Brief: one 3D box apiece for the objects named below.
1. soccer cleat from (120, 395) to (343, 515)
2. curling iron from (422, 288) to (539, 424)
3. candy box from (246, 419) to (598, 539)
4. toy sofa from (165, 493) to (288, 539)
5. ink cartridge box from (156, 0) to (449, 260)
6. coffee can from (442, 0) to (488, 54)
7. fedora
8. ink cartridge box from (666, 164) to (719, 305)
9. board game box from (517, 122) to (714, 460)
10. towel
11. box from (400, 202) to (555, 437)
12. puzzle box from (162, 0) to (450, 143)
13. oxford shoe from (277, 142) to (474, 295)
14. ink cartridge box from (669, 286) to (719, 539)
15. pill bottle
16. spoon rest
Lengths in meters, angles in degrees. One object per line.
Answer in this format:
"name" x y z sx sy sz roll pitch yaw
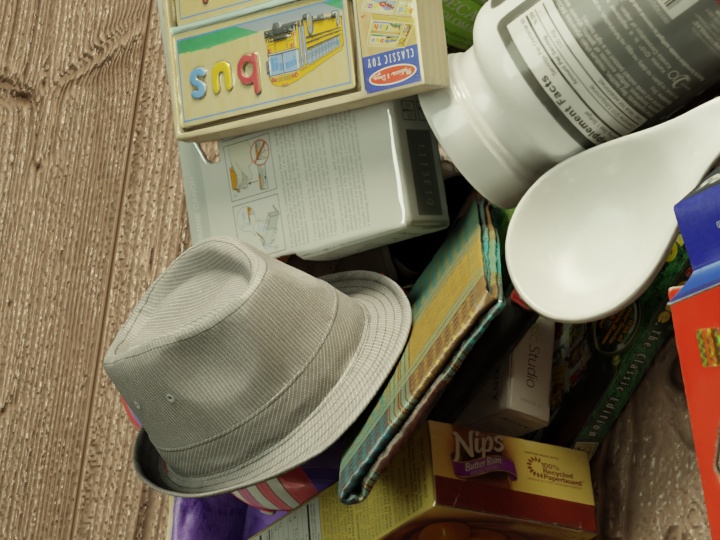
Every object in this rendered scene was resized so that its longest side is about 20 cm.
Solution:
"soccer cleat" -0.079 0.092 1.655 0.200 0.077 0.067 21 55 44
"curling iron" 0.102 0.019 1.527 0.200 0.026 0.050 -46 45 -1
"candy box" 0.030 0.156 1.557 0.200 0.116 0.057 -36 50 47
"toy sofa" -0.072 0.215 1.692 0.083 0.097 0.201 -4 72 50
"ink cartridge box" -0.038 -0.104 1.616 0.173 0.043 0.201 -15 80 41
"coffee can" 0.071 -0.220 1.645 0.200 0.146 0.147 -41 48 34
"fedora" -0.075 0.042 1.547 0.200 0.090 0.177 -6 42 55
"ink cartridge box" 0.230 -0.061 1.366 0.200 0.039 0.099 -42 10 -35
"board game box" 0.141 0.016 1.568 0.200 0.023 0.105 -59 38 17
"towel" 0.035 0.044 1.514 0.147 0.022 0.200 -55 8 14
"box" 0.046 0.046 1.636 0.200 0.036 0.145 -25 52 49
"puzzle box" -0.037 -0.154 1.571 0.199 0.025 0.134 -11 84 40
"oxford shoe" 0.000 0.000 1.639 0.200 0.071 0.073 -58 36 17
"ink cartridge box" 0.223 0.098 1.356 0.173 0.043 0.201 -9 91 48
"pill bottle" 0.136 -0.130 1.526 0.200 0.116 0.116 -36 50 20
"spoon rest" 0.166 -0.045 1.473 0.200 0.061 0.100 -32 55 9
